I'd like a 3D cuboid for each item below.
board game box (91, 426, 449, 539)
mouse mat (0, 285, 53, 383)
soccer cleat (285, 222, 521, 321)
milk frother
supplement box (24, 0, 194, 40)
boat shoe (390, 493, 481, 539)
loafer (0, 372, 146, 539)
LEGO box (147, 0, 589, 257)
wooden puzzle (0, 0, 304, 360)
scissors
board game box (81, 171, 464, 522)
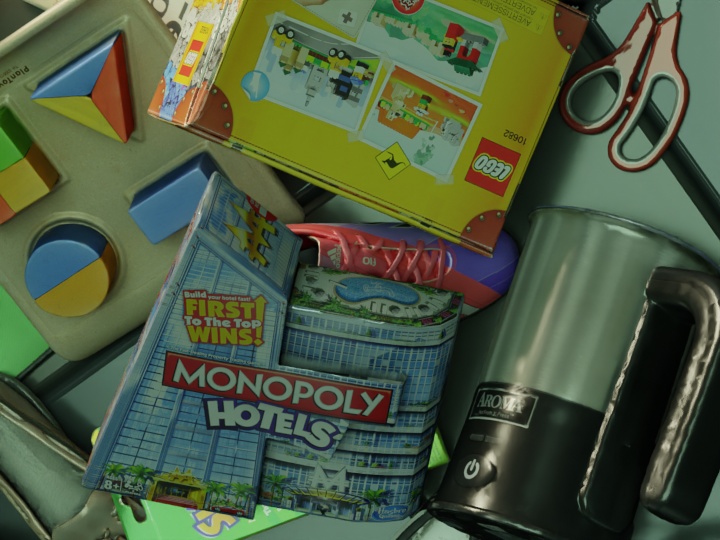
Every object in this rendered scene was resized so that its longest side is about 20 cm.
[{"bbox_3d":[-0.056,0.107,1.406,0.200,0.030,0.096,-20,86,-3],"label":"board game box"},{"bbox_3d":[-0.208,-0.040,1.464,0.200,0.008,0.161,-39,83,8],"label":"mouse mat"},{"bbox_3d":[0.000,0.000,1.369,0.200,0.073,0.068,-5,73,-6],"label":"soccer cleat"},{"bbox_3d":[0.167,0.090,1.336,0.180,0.200,0.188,12,76,35],"label":"milk frother"},{"bbox_3d":[-0.116,-0.192,1.411,0.200,0.074,0.126,24,95,10],"label":"supplement box"},{"bbox_3d":[0.017,0.221,1.392,0.074,0.060,0.200,36,97,9],"label":"boat shoe"},{"bbox_3d":[-0.182,0.142,1.428,0.200,0.063,0.072,42,94,6],"label":"loafer"},{"bbox_3d":[0.006,-0.114,1.295,0.200,0.077,0.149,23,91,-23],"label":"LEGO box"},{"bbox_3d":[-0.161,-0.052,1.382,0.185,0.046,0.200,-31,113,16],"label":"wooden puzzle"},{"bbox_3d":[0.188,-0.157,1.384,0.073,0.014,0.200,29,95,12],"label":"scissors"},{"bbox_3d":[-0.049,0.050,1.313,0.200,0.062,0.200,10,126,1],"label":"board game box"}]
